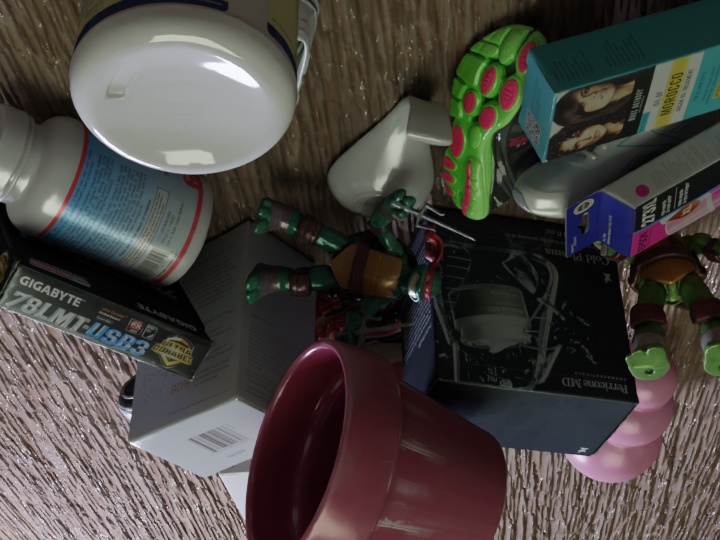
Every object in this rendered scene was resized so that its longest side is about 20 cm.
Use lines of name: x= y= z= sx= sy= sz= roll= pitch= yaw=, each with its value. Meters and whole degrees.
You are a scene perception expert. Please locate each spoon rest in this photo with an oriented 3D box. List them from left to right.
spoon rest: x=0.033 y=-0.100 z=1.068 sx=0.099 sy=0.061 sz=0.200 roll=11 pitch=158 yaw=-14

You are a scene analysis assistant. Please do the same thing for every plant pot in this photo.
plant pot: x=0.019 y=0.179 z=1.033 sx=0.178 sy=0.201 sz=0.200 roll=20 pitch=142 yaw=-22

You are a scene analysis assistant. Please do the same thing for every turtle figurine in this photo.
turtle figurine: x=0.000 y=0.000 z=1.084 sx=0.199 sy=0.151 sz=0.101 roll=11 pitch=177 yaw=10
turtle figurine: x=0.280 y=-0.014 z=1.064 sx=0.143 sy=0.195 sz=0.200 roll=16 pitch=140 yaw=-19

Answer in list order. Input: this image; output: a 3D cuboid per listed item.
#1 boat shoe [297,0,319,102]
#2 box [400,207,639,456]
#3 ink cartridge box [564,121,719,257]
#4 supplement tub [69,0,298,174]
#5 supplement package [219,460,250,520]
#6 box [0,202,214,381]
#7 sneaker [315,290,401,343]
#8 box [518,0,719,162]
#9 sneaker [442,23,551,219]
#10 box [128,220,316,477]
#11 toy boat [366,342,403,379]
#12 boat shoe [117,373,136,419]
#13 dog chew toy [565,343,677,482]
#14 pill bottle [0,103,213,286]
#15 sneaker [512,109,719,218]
boat shoe: x=-0.086 y=-0.149 z=0.971 sx=0.073 sy=0.067 sz=0.200 roll=9 pitch=145 yaw=-13
box: x=0.147 y=0.061 z=1.169 sx=0.199 sy=0.198 sz=0.124 roll=7 pitch=146 yaw=-11
ink cartridge box: x=0.262 y=-0.068 z=0.991 sx=0.199 sy=0.037 sz=0.095 roll=-27 pitch=154 yaw=-3
supplement tub: x=-0.111 y=-0.183 z=0.799 sx=0.144 sy=0.201 sz=0.145 roll=0 pitch=146 yaw=0
supplement package: x=-0.097 y=0.240 z=1.505 sx=0.119 sy=0.122 sz=0.200 roll=-5 pitch=147 yaw=7
box: x=-0.251 y=0.008 z=1.102 sx=0.199 sy=0.199 sz=0.050 roll=25 pitch=101 yaw=-31
sneaker: x=-0.029 y=0.064 z=1.280 sx=0.199 sy=0.081 sz=0.075 roll=-6 pitch=148 yaw=9
box: x=0.225 y=-0.152 z=0.925 sx=0.199 sy=0.049 sz=0.082 roll=-18 pitch=148 yaw=-10
sneaker: x=0.124 y=-0.131 z=1.012 sx=0.083 sy=0.077 sz=0.201 roll=-22 pitch=150 yaw=-25
box: x=-0.134 y=0.080 z=1.193 sx=0.152 sy=0.201 sz=0.106 roll=-24 pitch=139 yaw=33
toy boat: x=0.031 y=0.154 z=1.273 sx=0.199 sy=0.131 sz=0.130 roll=3 pitch=153 yaw=-47
boat shoe: x=-0.209 y=0.105 z=1.364 sx=0.199 sy=0.072 sz=0.071 roll=-29 pitch=129 yaw=21
dog chew toy: x=0.307 y=0.159 z=1.394 sx=0.124 sy=0.125 sz=0.201 roll=5 pitch=138 yaw=-8
pill bottle: x=-0.238 y=-0.068 z=1.054 sx=0.199 sy=0.109 sz=0.109 roll=24 pitch=139 yaw=-32
sneaker: x=0.213 y=-0.111 z=1.001 sx=0.199 sy=0.071 sz=0.081 roll=-25 pitch=134 yaw=-12
